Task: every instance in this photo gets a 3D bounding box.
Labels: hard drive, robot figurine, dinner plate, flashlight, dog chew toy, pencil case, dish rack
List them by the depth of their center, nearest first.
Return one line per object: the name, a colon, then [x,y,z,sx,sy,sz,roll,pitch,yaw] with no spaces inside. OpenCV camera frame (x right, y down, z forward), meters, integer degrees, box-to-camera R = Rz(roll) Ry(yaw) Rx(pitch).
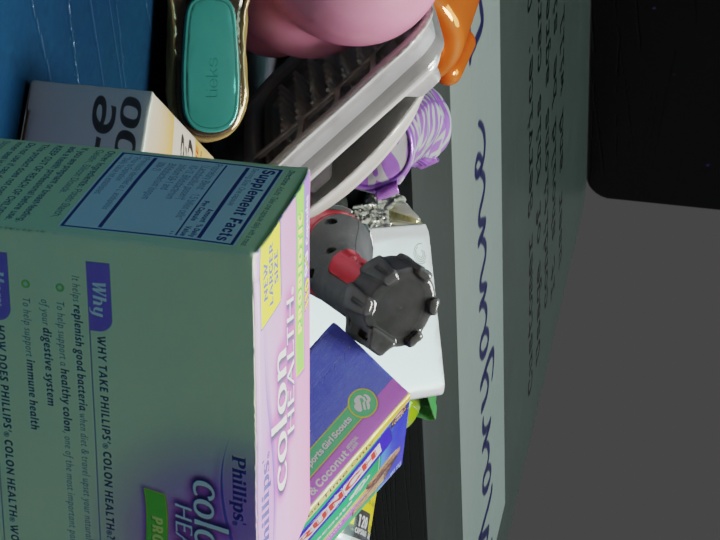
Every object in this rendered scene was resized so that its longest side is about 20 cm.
dog chew toy: [-0.030,-0.196,1.452,0.200,0.124,0.125,-20,-125,57]
flashlight: [0.000,0.000,1.489,0.200,0.068,0.068,-152,-132,-69]
dish rack: [-0.007,-0.130,1.522,0.044,0.172,0.200,43,14,-19]
dinner plate: [-0.013,-0.090,1.553,0.024,0.200,0.201,43,36,-19]
hard drive: [-0.020,0.037,1.626,0.199,0.027,0.133,-6,90,-45]
robot figurine: [0.044,-0.238,1.889,0.201,0.143,0.117,-71,-175,-46]
pencil case: [0.029,-0.118,1.952,0.086,0.084,0.200,60,18,-4]

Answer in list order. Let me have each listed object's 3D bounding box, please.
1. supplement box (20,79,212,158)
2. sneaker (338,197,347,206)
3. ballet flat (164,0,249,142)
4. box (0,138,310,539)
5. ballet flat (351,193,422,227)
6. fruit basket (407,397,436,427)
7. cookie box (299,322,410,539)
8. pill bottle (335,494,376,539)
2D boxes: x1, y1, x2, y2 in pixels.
supplement box: [-0.132,-0.017,1.242,0.200,0.073,0.127,48,49,-75]
sneaker: [-0.013,0.032,1.817,0.076,0.090,0.201,-49,142,-67]
ballet flat: [-0.099,-0.182,1.390,0.063,0.068,0.201,-149,-115,-72]
box: [-0.127,0.042,0.982,0.097,0.199,0.177,-61,154,-62]
ballet flat: [0.023,-0.032,2.024,0.200,0.071,0.072,-43,138,-74]
fruit basket: [0.003,0.136,2.023,0.201,0.093,0.185,-63,162,-18]
cookie box: [-0.048,0.145,1.479,0.171,0.075,0.200,-47,168,-13]
pill bottle: [-0.035,0.117,1.700,0.112,0.111,0.201,59,39,-71]
